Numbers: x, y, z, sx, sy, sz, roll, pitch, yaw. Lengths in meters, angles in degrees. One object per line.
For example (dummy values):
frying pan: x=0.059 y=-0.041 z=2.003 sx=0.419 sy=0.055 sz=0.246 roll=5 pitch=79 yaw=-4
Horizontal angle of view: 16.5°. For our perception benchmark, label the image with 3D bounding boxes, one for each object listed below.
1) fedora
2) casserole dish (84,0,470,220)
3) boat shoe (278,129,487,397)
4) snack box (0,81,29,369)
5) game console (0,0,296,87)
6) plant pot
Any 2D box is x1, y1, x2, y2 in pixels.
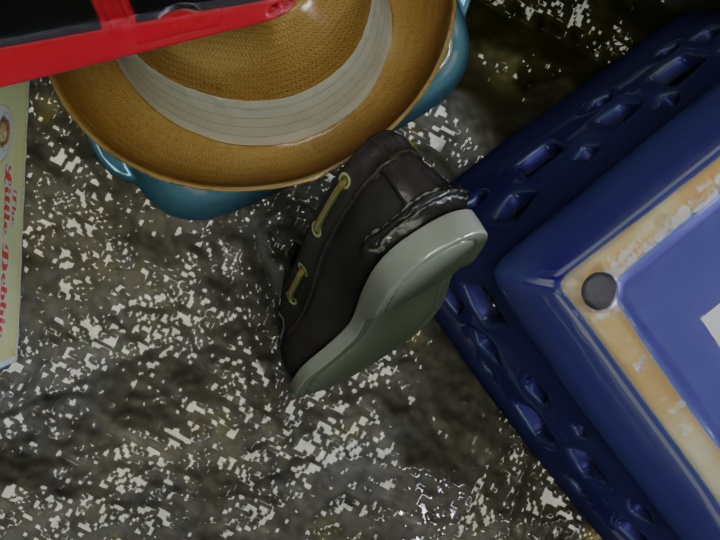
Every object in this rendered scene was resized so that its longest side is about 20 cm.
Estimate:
fedora: x=-0.055 y=-0.132 z=1.074 sx=0.199 sy=0.082 sz=0.202 roll=-3 pitch=60 yaw=6
casserole dish: x=-0.036 y=-0.104 z=1.154 sx=0.199 sy=0.039 sz=0.122 roll=-27 pitch=99 yaw=-8
boat shoe: x=0.000 y=0.000 z=1.102 sx=0.071 sy=0.201 sz=0.061 roll=-28 pitch=79 yaw=-24
snack box: x=-0.184 y=-0.048 z=1.076 sx=0.037 sy=0.116 sz=0.201 roll=7 pitch=101 yaw=17
game console: x=-0.138 y=-0.168 z=1.016 sx=0.176 sy=0.031 sz=0.201 roll=-14 pitch=64 yaw=-24
plant pot: x=0.159 y=0.010 z=1.133 sx=0.200 sy=0.180 sz=0.200 roll=-37 pitch=100 yaw=-6
